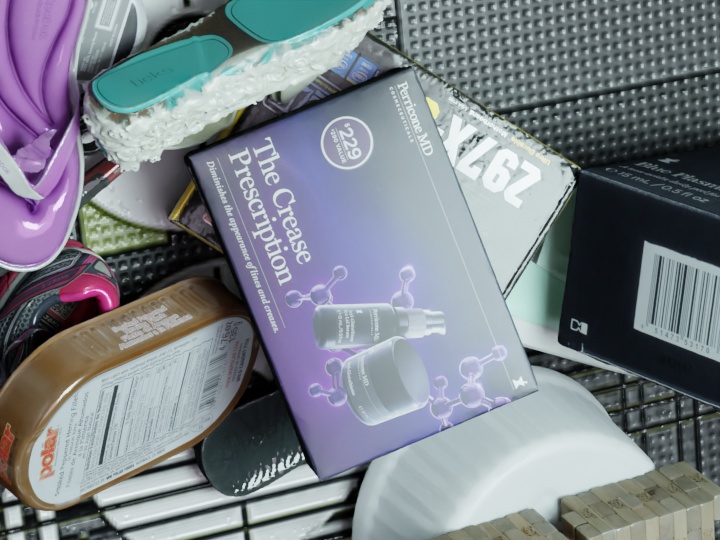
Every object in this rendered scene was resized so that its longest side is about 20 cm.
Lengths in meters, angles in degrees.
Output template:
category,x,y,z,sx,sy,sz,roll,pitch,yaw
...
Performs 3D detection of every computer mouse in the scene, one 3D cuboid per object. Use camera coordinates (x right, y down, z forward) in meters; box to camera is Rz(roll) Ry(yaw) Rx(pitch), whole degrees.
category,x,y,z,sx,sy,sz,roll,pitch,yaw
computer mouse,-0.219,-0.154,1.383,0.199,0.044,0.110,13,108,-25

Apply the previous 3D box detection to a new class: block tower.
category,x,y,z,sx,sy,sz,roll,pitch,yaw
block tower,0.127,0.175,1.490,0.199,0.054,0.058,-15,116,-21

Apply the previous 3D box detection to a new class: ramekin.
category,x,y,z,sx,sy,sz,roll,pitch,yaw
ramekin,0.104,0.170,1.566,0.200,0.098,0.201,-9,112,-24

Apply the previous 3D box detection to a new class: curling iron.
category,x,y,z,sx,sy,sz,roll,pitch,yaw
curling iron,-0.199,-0.031,1.437,0.050,0.026,0.200,45,90,-2

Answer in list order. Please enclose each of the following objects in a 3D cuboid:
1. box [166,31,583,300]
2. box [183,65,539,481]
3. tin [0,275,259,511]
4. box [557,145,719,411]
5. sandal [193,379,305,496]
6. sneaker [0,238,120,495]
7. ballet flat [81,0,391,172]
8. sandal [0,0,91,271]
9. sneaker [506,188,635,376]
category,x,y,z,sx,sy,sz,roll,pitch,yaw
box,0.009,-0.046,1.472,0.200,0.049,0.160,33,88,-7
box,0.000,0.000,1.413,0.141,0.079,0.201,-23,95,-6
tin,-0.135,0.071,1.430,0.200,0.042,0.112,-25,137,-43
box,0.259,0.004,1.473,0.200,0.196,0.118,-11,114,-43
sandal,-0.009,0.080,1.532,0.200,0.048,0.075,-34,117,-14
sneaker,-0.212,0.073,1.431,0.080,0.075,0.200,29,93,-26
ballet flat,-0.071,-0.116,1.404,0.200,0.072,0.072,-26,113,-19
sandal,-0.189,-0.090,1.368,0.082,0.050,0.203,-2,113,-19
sneaker,0.154,0.002,1.568,0.200,0.074,0.119,16,88,-32
